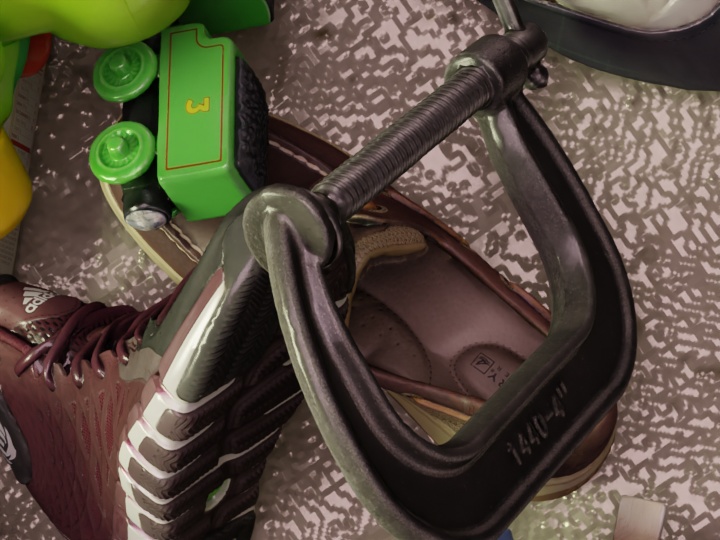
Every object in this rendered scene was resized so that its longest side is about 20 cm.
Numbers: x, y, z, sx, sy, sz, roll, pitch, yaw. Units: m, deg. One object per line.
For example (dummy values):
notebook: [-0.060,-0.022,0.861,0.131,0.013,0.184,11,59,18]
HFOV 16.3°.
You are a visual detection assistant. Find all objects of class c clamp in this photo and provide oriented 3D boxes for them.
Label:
c clamp: [0.022,-0.016,0.743,0.027,0.200,0.171,-20,108,35]

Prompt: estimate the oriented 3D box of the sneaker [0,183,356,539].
sneaker: [-0.078,0.024,0.795,0.115,0.076,0.200,43,136,19]

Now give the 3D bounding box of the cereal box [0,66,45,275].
cereal box: [-0.191,-0.019,0.873,0.143,0.040,0.201,7,86,9]

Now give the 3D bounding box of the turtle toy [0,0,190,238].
turtle toy: [-0.142,-0.088,0.780,0.199,0.146,0.101,-1,42,28]

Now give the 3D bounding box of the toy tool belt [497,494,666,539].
toy tool belt: [0.100,0.128,0.778,0.199,0.125,0.123,11,95,8]

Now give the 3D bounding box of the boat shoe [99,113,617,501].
boat shoe: [0.000,0.000,0.821,0.200,0.072,0.072,38,77,8]

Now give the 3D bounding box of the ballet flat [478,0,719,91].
ballet flat: [0.062,-0.112,0.830,0.200,0.073,0.073,22,88,9]

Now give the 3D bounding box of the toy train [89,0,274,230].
toy train: [-0.056,-0.104,0.828,0.056,0.042,0.201,-9,62,16]
